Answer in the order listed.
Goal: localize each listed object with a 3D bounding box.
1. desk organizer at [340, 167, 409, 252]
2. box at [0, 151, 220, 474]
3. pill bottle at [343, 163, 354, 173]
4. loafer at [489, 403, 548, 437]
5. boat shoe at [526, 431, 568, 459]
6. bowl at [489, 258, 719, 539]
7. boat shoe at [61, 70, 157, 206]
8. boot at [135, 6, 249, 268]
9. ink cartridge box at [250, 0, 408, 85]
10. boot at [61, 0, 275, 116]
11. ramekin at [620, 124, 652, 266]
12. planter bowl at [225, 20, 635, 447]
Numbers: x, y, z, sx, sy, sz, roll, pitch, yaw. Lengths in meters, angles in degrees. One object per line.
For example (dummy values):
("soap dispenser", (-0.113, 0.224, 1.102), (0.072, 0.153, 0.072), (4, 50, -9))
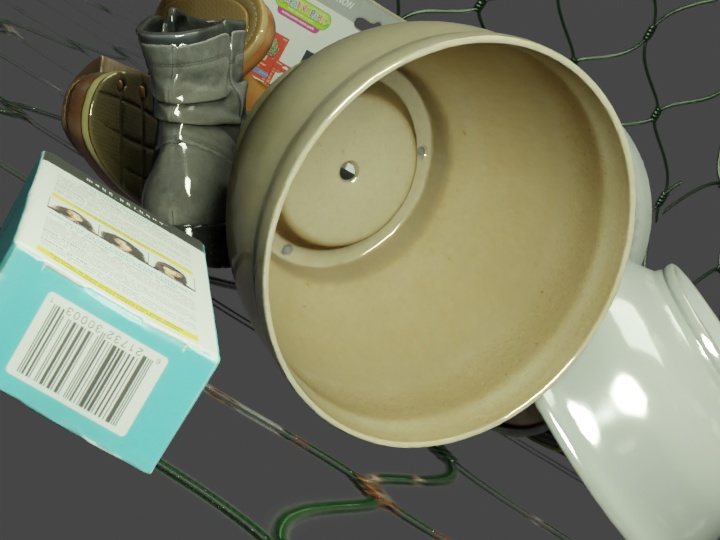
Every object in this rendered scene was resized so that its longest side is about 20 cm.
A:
("desk organizer", (0.000, 0.000, 1.153), (0.071, 0.077, 0.200), (28, 8, -24))
("box", (-0.103, 0.009, 0.753), (0.082, 0.049, 0.200), (31, 7, -11))
("pill bottle", (0.057, -0.016, 1.372), (0.199, 0.113, 0.112), (30, 7, -18))
("loafer", (0.063, 0.023, 1.182), (0.200, 0.071, 0.063), (-124, -164, -54))
("boat shoe", (0.095, 0.051, 1.239), (0.201, 0.072, 0.060), (40, 7, 37))
("bowl", (0.157, 0.061, 1.063), (0.202, 0.090, 0.201), (53, 14, -19))
("boat shoe", (-0.124, -0.069, 1.168), (0.067, 0.073, 0.200), (13, -6, 26))
("boot", (-0.072, -0.072, 1.059), (0.069, 0.133, 0.200), (0, 3, 5))
("ink cartridge box", (-0.040, -0.129, 1.468), (0.199, 0.177, 0.084), (27, 8, -35))
("boot", (-0.078, -0.107, 1.262), (0.154, 0.199, 0.077), (21, 55, -36))
("ramekin", (0.118, -0.046, 1.532), (0.200, 0.202, 0.097), (35, 16, 25))
("planter bowl", (0.015, -0.034, 0.959), (0.199, 0.201, 0.135), (27, 6, -36))
